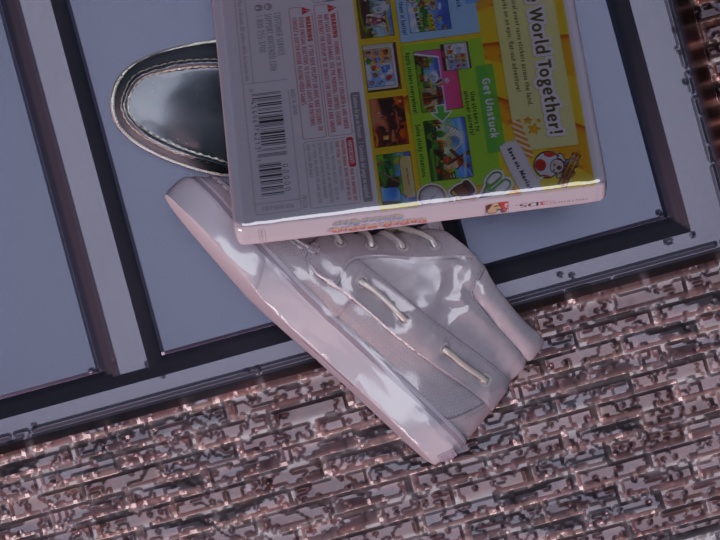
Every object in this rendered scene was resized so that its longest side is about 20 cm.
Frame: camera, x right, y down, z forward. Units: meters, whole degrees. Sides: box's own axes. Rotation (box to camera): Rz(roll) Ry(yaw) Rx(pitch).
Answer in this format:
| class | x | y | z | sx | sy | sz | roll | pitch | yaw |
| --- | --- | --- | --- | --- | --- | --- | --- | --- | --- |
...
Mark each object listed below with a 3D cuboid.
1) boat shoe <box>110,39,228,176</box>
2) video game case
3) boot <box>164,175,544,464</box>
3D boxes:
| class | x | y | z | sx | sy | sz | roll | pitch | yaw |
| --- | --- | --- | --- | --- | --- | --- | --- | --- | --- |
| boat shoe | -0.031 | -0.078 | 1.302 | 0.199 | 0.062 | 0.073 | 10 | 93 | 1 |
| video game case | 0.019 | -0.113 | 1.279 | 0.182 | 0.023 | 0.200 | -7 | 61 | 0 |
| boot | 0.000 | 0.000 | 1.306 | 0.200 | 0.074 | 0.096 | 44 | 84 | -9 |
